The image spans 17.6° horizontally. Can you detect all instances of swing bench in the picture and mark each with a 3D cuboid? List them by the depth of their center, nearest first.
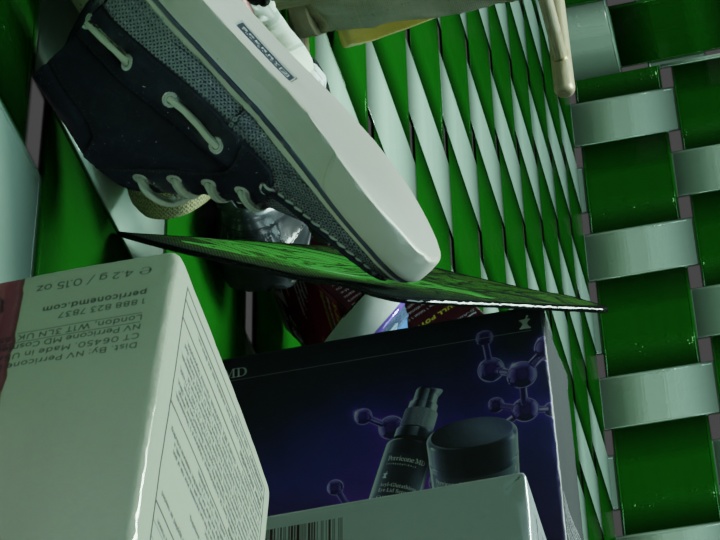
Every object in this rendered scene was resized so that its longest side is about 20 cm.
[{"bbox_3d":[0.037,-0.212,1.612,0.200,0.198,0.130,-89,165,-47],"label":"swing bench"}]

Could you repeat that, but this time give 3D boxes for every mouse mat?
[{"bbox_3d":[0.000,0.000,1.125,0.161,0.200,0.008,3,96,-46],"label":"mouse mat"}]

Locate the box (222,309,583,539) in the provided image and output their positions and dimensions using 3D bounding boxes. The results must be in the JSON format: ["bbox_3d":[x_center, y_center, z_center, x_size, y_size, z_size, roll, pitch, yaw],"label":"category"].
[{"bbox_3d":[0.003,0.109,1.124,0.079,0.199,0.142,66,17,-53],"label":"box"}]

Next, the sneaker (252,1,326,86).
[{"bbox_3d":[-0.070,-0.127,1.296,0.200,0.075,0.081,-122,-173,-72],"label":"sneaker"}]

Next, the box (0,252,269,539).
[{"bbox_3d":[-0.104,0.110,0.802,0.200,0.108,0.128,-86,163,-52],"label":"box"}]

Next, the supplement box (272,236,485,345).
[{"bbox_3d":[0.013,0.032,1.373,0.200,0.061,0.109,42,-21,46],"label":"supplement box"}]

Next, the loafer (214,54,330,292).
[{"bbox_3d":[-0.050,-0.073,1.370,0.201,0.068,0.071,-83,169,-48],"label":"loafer"}]

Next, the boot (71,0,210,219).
[{"bbox_3d":[-0.093,-0.128,1.182,0.200,0.072,0.156,-75,152,-63],"label":"boot"}]

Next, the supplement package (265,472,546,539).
[{"bbox_3d":[-0.013,0.191,0.959,0.111,0.199,0.156,69,15,-45],"label":"supplement package"}]

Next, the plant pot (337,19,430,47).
[{"bbox_3d":[0.039,-0.329,1.805,0.195,0.195,0.200,-87,154,-52],"label":"plant pot"}]

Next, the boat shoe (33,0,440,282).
[{"bbox_3d":[-0.058,-0.052,1.054,0.200,0.093,0.075,49,16,6],"label":"boat shoe"}]

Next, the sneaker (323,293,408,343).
[{"bbox_3d":[0.031,0.110,1.249,0.081,0.146,0.200,-48,166,-45],"label":"sneaker"}]

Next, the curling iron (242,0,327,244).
[{"bbox_3d":[-0.045,-0.091,1.154,0.050,0.025,0.201,46,-22,48],"label":"curling iron"}]
